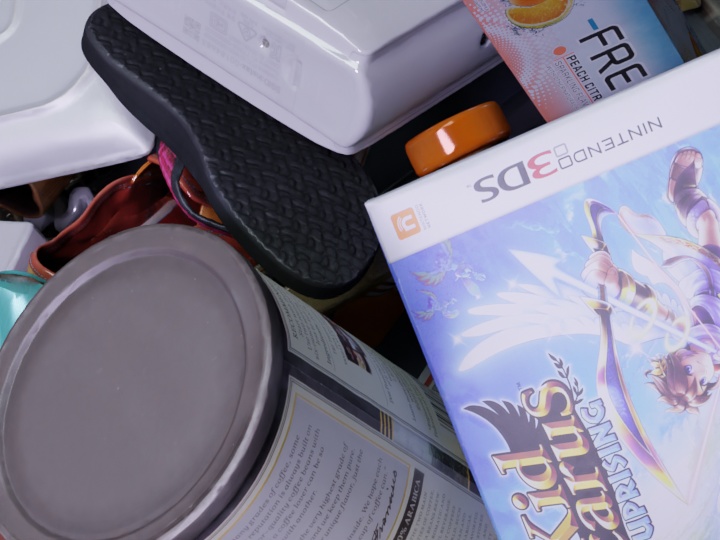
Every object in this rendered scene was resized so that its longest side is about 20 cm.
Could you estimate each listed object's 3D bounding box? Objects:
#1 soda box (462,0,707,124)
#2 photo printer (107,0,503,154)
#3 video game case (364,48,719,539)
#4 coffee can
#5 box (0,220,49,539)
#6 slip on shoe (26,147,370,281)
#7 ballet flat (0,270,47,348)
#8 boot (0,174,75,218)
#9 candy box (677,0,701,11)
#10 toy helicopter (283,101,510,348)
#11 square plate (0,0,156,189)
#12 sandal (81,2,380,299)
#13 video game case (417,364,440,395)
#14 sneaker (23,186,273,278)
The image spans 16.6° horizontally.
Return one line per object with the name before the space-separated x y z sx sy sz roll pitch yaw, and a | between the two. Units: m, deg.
soda box | 0.103 -0.100 1.062 0.068 0.200 0.064 -23 50 15
photo printer | 0.002 -0.147 1.138 0.166 0.070 0.200 33 45 23
video game case | 0.121 0.029 1.020 0.181 0.045 0.200 -23 87 19
coffee can | -0.042 0.087 1.042 0.146 0.200 0.147 -16 58 28
box | -0.214 0.055 1.216 0.200 0.152 0.107 4 60 35
slip on shoe | -0.072 -0.031 1.138 0.200 0.061 0.074 -37 52 -22
ballet flat | -0.124 0.090 1.102 0.067 0.200 0.071 -5 44 22
boot | -0.193 -0.100 1.330 0.188 0.069 0.200 16 47 26
candy box | 0.073 -0.171 1.252 0.200 0.056 0.117 -11 55 28
toy helicopter | 0.000 0.000 1.140 0.200 0.132 0.079 -27 88 2
square plate | -0.185 -0.124 1.201 0.199 0.028 0.199 -11 58 21
sandal | -0.058 -0.050 1.097 0.075 0.045 0.200 -14 46 -35
video game case | 0.127 0.006 1.124 0.143 0.017 0.200 25 76 41
sneaker | -0.091 -0.001 1.239 0.200 0.075 0.081 -5 67 38
